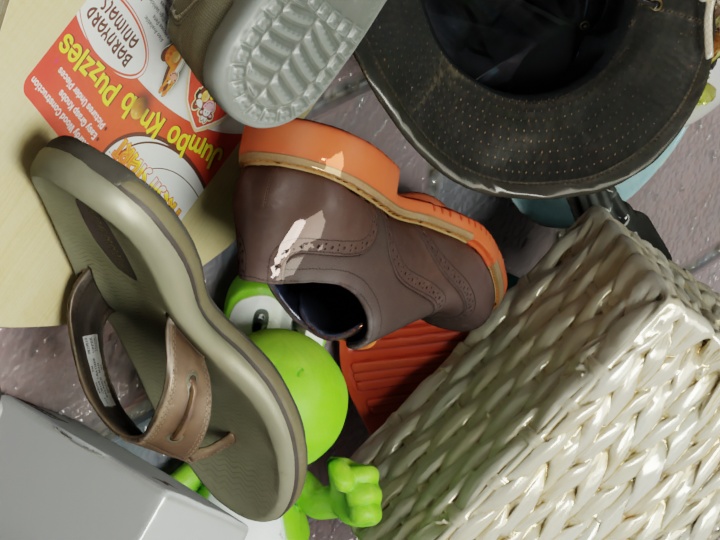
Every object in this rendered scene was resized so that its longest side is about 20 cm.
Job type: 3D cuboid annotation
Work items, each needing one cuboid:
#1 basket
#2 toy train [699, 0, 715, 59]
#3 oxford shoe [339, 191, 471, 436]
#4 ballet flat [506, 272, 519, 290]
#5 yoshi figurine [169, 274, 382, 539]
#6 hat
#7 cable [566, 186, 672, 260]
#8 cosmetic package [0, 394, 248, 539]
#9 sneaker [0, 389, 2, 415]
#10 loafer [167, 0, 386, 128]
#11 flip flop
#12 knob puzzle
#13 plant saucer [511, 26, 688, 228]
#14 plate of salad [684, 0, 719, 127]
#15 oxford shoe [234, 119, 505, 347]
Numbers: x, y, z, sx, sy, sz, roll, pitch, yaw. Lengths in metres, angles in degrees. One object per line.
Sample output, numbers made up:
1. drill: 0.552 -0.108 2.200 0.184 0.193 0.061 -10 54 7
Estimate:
1. basket: 0.099 0.086 1.195 0.123 0.136 0.200 40 98 -24
2. toy train: 0.115 -0.186 1.081 0.116 0.085 0.200 0 103 -31
3. oxford shoe: 0.030 0.047 1.279 0.073 0.071 0.200 -81 167 -63
4. ballet flat: 0.099 0.048 1.364 0.067 0.067 0.200 -49 152 17
5. yoshi figurine: -0.048 0.100 1.156 0.112 0.112 0.200 -8 112 -41
6. hat: 0.060 -0.128 1.150 0.200 0.081 0.201 2 86 -24
7. cable: 0.104 -0.021 1.264 0.200 0.050 0.097 54 44 -46
8. cosmetic package: -0.139 0.163 1.079 0.200 0.102 0.074 -61 147 -1
9. sneaker: -0.161 -0.019 0.949 0.099 0.071 0.200 -51 141 -10
10. loafer: -0.006 -0.147 1.023 0.200 0.070 0.075 -50 138 -13
11. flip flop: -0.082 0.032 1.030 0.058 0.081 0.200 -52 141 -25
12. knob puzzle: -0.097 -0.065 1.043 0.220 0.030 0.220 -33 136 -39
13. plant saucer: 0.114 -0.120 1.287 0.201 0.039 0.201 -32 135 -38
14. plate of salad: 0.181 -0.151 1.270 0.200 0.048 0.200 -36 143 -34
15. oxford shoe: 0.000 0.000 1.115 0.200 0.071 0.073 32 69 -57
